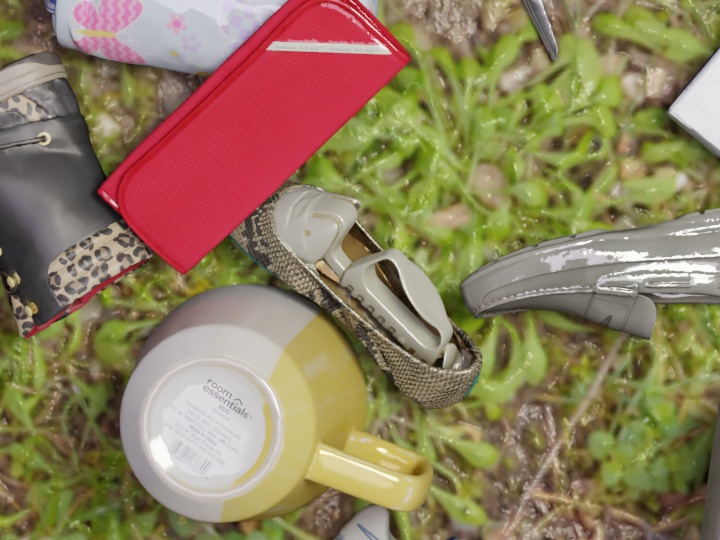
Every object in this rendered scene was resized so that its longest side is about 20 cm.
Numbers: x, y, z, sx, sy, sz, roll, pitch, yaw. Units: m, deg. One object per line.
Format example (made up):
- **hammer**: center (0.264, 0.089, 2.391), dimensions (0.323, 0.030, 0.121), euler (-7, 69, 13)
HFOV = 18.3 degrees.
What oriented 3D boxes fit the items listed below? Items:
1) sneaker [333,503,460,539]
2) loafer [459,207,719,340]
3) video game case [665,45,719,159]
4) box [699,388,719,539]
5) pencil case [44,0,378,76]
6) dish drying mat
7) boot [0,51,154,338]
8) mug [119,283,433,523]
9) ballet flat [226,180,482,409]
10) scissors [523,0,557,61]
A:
- **sneaker**: center (0.062, 0.216, 1.368), dimensions (0.200, 0.075, 0.087), euler (31, 90, 3)
- **loafer**: center (0.161, 0.009, 1.349), dimensions (0.200, 0.070, 0.070), euler (-10, 83, 5)
- **video game case**: center (0.316, -0.114, 1.340), dimensions (0.181, 0.045, 0.200), euler (40, 96, 3)
- **box**: center (0.296, 0.186, 1.295), dimensions (0.199, 0.131, 0.200), euler (5, 106, 4)
- **pencil case**: center (-0.086, -0.164, 1.357), dimensions (0.200, 0.083, 0.091), euler (11, 111, 4)
- **dish drying mat**: center (-0.065, -0.086, 1.328), dimensions (0.077, 0.018, 0.200), euler (44, 109, -11)
- **boot**: center (-0.239, -0.026, 1.387), dimensions (0.200, 0.073, 0.151), euler (-31, 89, 1)
- **mug**: center (-0.059, 0.082, 1.331), dimensions (0.186, 0.153, 0.150), euler (-10, 91, 5)
- **ballet flat**: center (0.000, 0.000, 1.360), dimensions (0.200, 0.075, 0.068), euler (44, 56, 2)
- **scissors**: center (0.078, -0.224, 1.376), dimensions (0.073, 0.014, 0.200), euler (-6, 93, 3)
